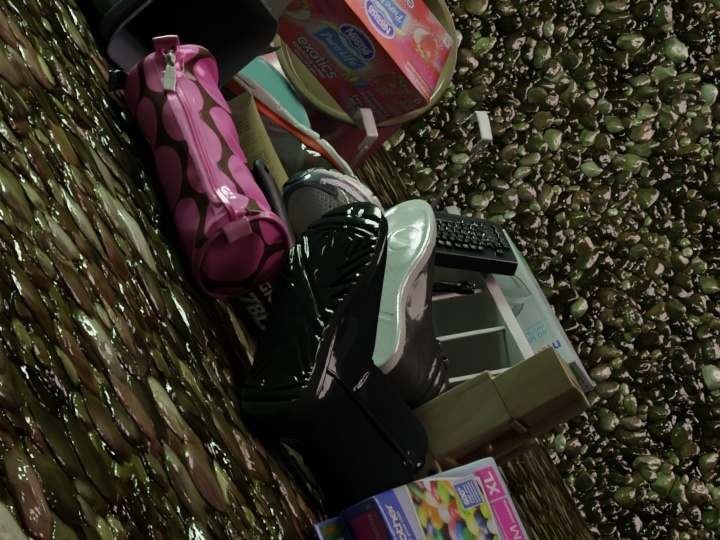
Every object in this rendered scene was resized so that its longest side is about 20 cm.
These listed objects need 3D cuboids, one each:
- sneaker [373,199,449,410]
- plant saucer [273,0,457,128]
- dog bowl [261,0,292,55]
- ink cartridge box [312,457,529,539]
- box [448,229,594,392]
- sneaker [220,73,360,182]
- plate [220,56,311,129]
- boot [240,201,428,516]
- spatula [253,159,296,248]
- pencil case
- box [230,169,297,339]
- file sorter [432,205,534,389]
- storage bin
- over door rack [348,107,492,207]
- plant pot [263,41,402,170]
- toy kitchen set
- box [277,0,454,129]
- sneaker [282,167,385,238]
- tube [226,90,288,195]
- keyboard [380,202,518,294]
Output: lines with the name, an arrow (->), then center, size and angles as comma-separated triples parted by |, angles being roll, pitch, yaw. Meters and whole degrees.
sneaker -> 0.037, 0.037, 1.426 | 0.200, 0.071, 0.099 | -77, 149, -41
plant saucer -> 0.004, -0.241, 1.802 | 0.200, 0.200, 0.029 | 61, -20, 6
dog bowl -> -0.147, -0.281, 1.607 | 0.200, 0.059, 0.200 | 29, -41, 29
ink cartridge box -> 0.057, 0.208, 1.223 | 0.200, 0.042, 0.119 | -9, 72, -53
box -> 0.114, 0.090, 1.805 | 0.177, 0.200, 0.097 | 65, 9, 29
sneaker -> -0.071, -0.096, 1.600 | 0.200, 0.082, 0.077 | 41, -6, 18
plate -> -0.105, -0.167, 1.711 | 0.200, 0.026, 0.200 | 39, 30, -27
boot -> -0.003, 0.073, 1.271 | 0.168, 0.076, 0.200 | 53, 47, -43
spatula -> -0.043, -0.004, 1.401 | 0.200, 0.021, 0.057 | 61, 15, 13
pencil case -> -0.119, -0.081, 1.293 | 0.094, 0.091, 0.200 | 104, -34, -52
box -> -0.051, 0.037, 1.458 | 0.199, 0.050, 0.200 | 56, 9, -26
file sorter -> 0.059, 0.063, 1.677 | 0.200, 0.124, 0.139 | 64, -32, 29
storage bin -> -0.169, -0.251, 1.470 | 0.134, 0.146, 0.200 | 52, 4, 17
over door rack -> 0.035, -0.072, 1.726 | 0.148, 0.200, 0.067 | -1, 49, -29
plant pot -> -0.043, -0.187, 1.893 | 0.200, 0.179, 0.200 | 58, 7, -11
toy kitchen set -> 0.120, 0.195, 1.400 | 0.180, 0.200, 0.163 | 63, 8, 19
box -> -0.009, -0.249, 1.682 | 0.200, 0.095, 0.100 | 48, 45, -29
sneaker -> 0.000, 0.000, 1.478 | 0.200, 0.078, 0.086 | 55, 18, -23
tube -> -0.091, -0.072, 1.536 | 0.052, 0.058, 0.200 | 11, -35, 38
keyboard -> 0.057, -0.022, 1.618 | 0.200, 0.021, 0.127 | 7, 41, -21
